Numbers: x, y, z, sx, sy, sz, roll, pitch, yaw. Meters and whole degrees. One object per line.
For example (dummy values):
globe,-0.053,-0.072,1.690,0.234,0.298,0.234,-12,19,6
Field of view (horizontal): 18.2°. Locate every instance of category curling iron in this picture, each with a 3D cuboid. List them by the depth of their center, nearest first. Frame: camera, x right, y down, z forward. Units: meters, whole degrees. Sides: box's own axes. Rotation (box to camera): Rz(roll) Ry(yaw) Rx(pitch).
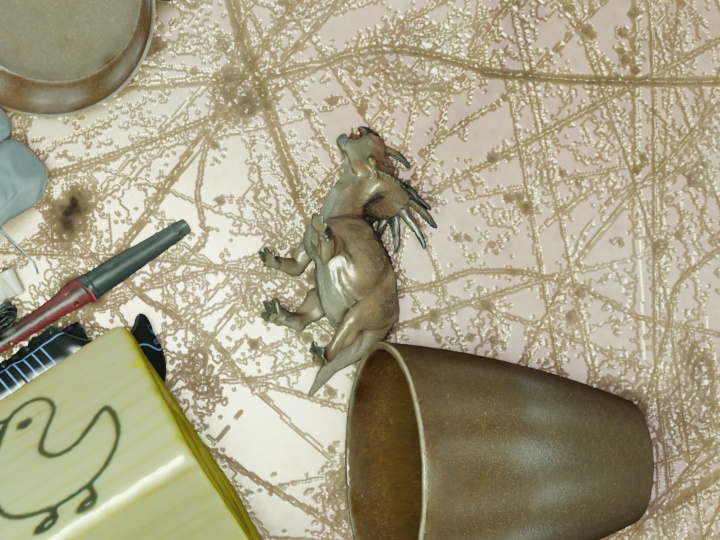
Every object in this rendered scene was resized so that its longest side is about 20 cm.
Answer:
curling iron,-0.216,0.015,1.719,0.199,0.050,0.026,-27,67,-15

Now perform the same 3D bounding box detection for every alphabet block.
alphabet block,-0.187,0.199,1.620,0.199,0.195,0.197,-33,126,-3

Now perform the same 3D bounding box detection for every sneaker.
sneaker,-0.247,0.083,1.713,0.198,0.070,0.079,-9,87,-10

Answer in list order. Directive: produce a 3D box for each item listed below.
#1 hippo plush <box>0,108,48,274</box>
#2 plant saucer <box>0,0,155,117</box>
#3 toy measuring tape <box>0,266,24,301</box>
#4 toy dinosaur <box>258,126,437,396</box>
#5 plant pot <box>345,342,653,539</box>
hippo plush,-0.333,-0.037,1.688,0.161,0.159,0.201,-40,72,27
plant saucer,-0.245,-0.214,1.690,0.199,0.035,0.202,6,117,12
toy measuring tape,-0.347,0.057,1.700,0.199,0.074,0.074,-27,91,-3
toy dinosaur,0.000,0.000,1.723,0.135,0.086,0.202,-15,110,-38
plant pot,0.110,0.145,1.680,0.198,0.187,0.188,-1,90,-17
